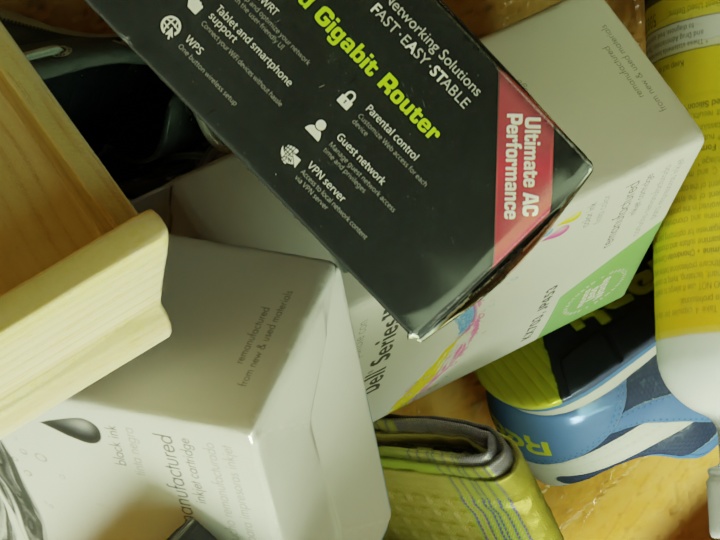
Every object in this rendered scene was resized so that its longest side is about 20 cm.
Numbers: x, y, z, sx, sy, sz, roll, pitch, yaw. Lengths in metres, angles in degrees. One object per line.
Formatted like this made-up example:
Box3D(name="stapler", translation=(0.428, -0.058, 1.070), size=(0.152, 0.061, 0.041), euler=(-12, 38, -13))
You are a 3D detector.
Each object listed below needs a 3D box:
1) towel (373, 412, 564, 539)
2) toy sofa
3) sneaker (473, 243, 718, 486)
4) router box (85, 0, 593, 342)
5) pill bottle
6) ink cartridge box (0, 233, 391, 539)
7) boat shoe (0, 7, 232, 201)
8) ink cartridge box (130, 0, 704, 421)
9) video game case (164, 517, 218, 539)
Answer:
Box3D(name="towel", translation=(0.026, 0.112, 0.898), size=(0.200, 0.143, 0.023), euler=(59, 46, -41))
Box3D(name="toy sofa", translation=(-0.135, -0.046, 0.633), size=(0.083, 0.200, 0.098), euler=(-32, 165, -18))
Box3D(name="sneaker", translation=(0.134, 0.018, 0.928), size=(0.199, 0.074, 0.082), euler=(-21, 136, -10))
Box3D(name="router box", translation=(-0.032, -0.081, 0.637), size=(0.062, 0.150, 0.200), euler=(-43, 96, 4))
Box3D(name="pill bottle", translation=(0.153, -0.012, 0.826), size=(0.112, 0.112, 0.201), euler=(2, 84, -32))
Box3D(name="ink cartridge box", translation=(-0.100, 0.044, 0.715), size=(0.116, 0.199, 0.067), euler=(78, 29, -45))
Box3D(name="boat shoe", translation=(-0.067, -0.042, 0.765), size=(0.199, 0.062, 0.073), euler=(4, 116, -35))
Box3D(name="ink cartridge box", translation=(0.000, 0.000, 0.785), size=(0.199, 0.067, 0.117), euler=(-26, 160, -19))
Box3D(name="video game case", translation=(-0.019, 0.177, 0.721), size=(0.026, 0.200, 0.181), euler=(-50, -176, -39))
